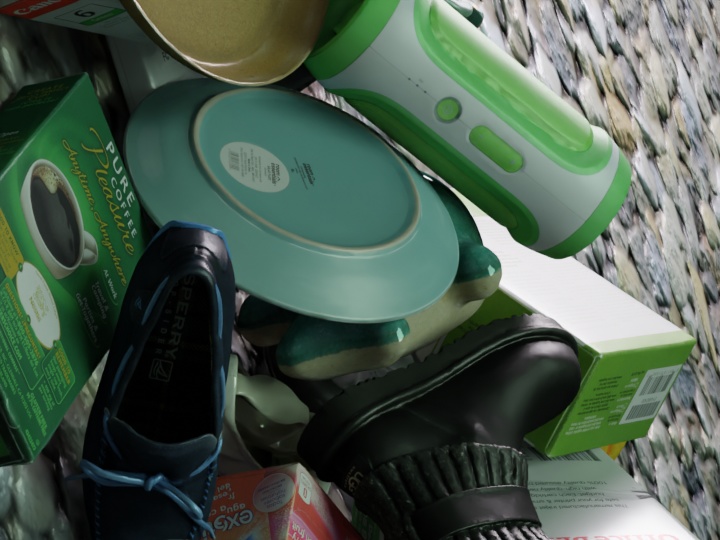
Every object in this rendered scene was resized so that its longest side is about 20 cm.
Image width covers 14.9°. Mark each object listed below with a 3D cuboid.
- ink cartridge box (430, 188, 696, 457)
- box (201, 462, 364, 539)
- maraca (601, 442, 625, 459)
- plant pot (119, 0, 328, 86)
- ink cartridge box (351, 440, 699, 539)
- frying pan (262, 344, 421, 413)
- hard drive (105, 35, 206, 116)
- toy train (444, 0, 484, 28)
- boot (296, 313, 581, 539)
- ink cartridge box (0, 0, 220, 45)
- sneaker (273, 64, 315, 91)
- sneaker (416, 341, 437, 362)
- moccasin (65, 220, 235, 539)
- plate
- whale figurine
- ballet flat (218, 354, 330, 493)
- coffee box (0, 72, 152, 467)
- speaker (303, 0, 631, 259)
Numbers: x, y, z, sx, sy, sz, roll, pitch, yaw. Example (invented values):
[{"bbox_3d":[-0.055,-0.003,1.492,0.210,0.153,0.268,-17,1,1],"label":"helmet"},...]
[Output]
[{"bbox_3d":[0.090,0.027,1.733,0.148,0.200,0.076,-4,124,-59],"label":"ink cartridge box"},{"bbox_3d":[-0.036,0.205,1.508,0.200,0.094,0.103,53,34,-44],"label":"box"},{"bbox_3d":[0.141,0.101,1.950,0.137,0.107,0.200,47,38,-39],"label":"maraca"},{"bbox_3d":[-0.088,-0.194,1.487,0.200,0.027,0.201,23,60,-48],"label":"plant pot"},{"bbox_3d":[0.099,0.164,1.651,0.200,0.145,0.084,-135,-129,-59],"label":"ink cartridge box"},{"bbox_3d":[0.004,0.038,1.696,0.115,0.031,0.190,32,39,-7],"label":"frying pan"},{"bbox_3d":[-0.096,-0.095,1.605,0.132,0.027,0.201,-40,115,-64],"label":"hard drive"},{"bbox_3d":[-0.010,-0.185,1.649,0.200,0.085,0.114,36,17,-7],"label":"toy train"},{"bbox_3d":[0.082,0.119,1.514,0.211,0.080,0.158,-22,57,-39],"label":"boot"},{"bbox_3d":[-0.161,-0.189,1.456,0.200,0.050,0.109,6,73,-51],"label":"ink cartridge box"},{"bbox_3d":[-0.040,-0.182,1.738,0.108,0.067,0.201,54,40,-8],"label":"sneaker"},{"bbox_3d":[0.021,0.003,1.777,0.200,0.075,0.089,-90,155,-49],"label":"sneaker"},{"bbox_3d":[-0.106,0.076,1.379,0.068,0.080,0.201,-99,-167,-71],"label":"moccasin"},{"bbox_3d":[-0.033,-0.048,1.508,0.200,0.026,0.200,19,36,-14],"label":"plate"},{"bbox_3d":[0.000,0.000,1.569,0.200,0.159,0.104,-54,130,-71],"label":"whale figurine"},{"bbox_3d":[-0.051,0.097,1.567,0.200,0.069,0.070,41,43,-55],"label":"ballet flat"},{"bbox_3d":[-0.167,-0.002,1.374,0.200,0.044,0.123,-63,136,-56],"label":"coffee box"},{"bbox_3d":[0.061,-0.092,1.577,0.200,0.088,0.089,37,40,-22],"label":"speaker"}]
